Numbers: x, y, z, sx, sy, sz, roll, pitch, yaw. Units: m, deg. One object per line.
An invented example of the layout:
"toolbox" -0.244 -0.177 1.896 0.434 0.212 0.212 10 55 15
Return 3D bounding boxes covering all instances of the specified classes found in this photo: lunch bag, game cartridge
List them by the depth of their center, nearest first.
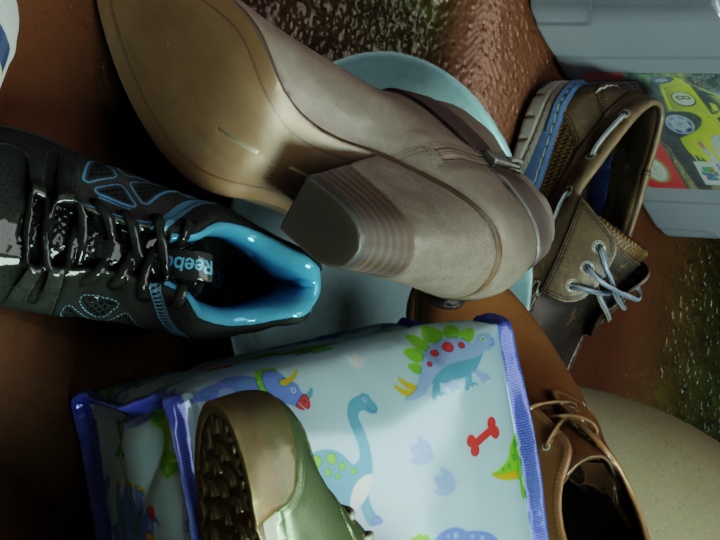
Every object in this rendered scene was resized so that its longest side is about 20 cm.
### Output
"lunch bag" -0.014 0.130 1.117 0.170 0.127 0.201 -13 93 -27
"game cartridge" 0.186 -0.085 1.415 0.200 0.133 0.041 54 49 -39

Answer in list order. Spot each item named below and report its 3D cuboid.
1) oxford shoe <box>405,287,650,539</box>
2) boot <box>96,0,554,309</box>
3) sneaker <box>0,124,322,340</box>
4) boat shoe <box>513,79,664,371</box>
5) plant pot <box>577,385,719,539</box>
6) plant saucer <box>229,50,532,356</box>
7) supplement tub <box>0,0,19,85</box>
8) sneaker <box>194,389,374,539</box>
"oxford shoe" 0.083 0.074 1.168 0.071 0.071 0.200 -19 68 -22
"boot" -0.009 -0.061 1.140 0.200 0.070 0.146 52 30 20
"sneaker" -0.103 -0.015 1.056 0.200 0.082 0.073 10 88 -42
"boat shoe" 0.106 -0.008 1.359 0.072 0.072 0.201 33 64 -49
"plant pot" 0.100 0.134 1.270 0.135 0.200 0.200 53 49 -21
"plant saucer" 0.000 0.000 1.231 0.201 0.039 0.202 -1 91 -45
"supplement tub" -0.207 -0.026 0.874 0.145 0.145 0.200 40 59 -46
"sneaker" -0.006 0.130 1.024 0.090 0.067 0.201 -16 112 -21
